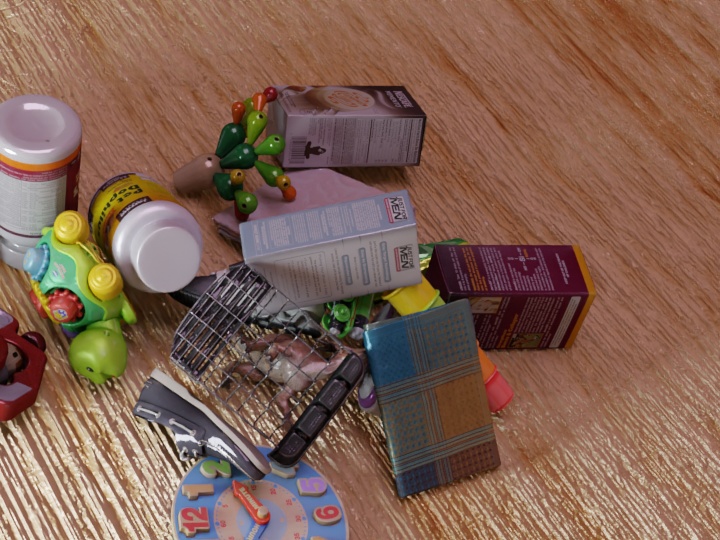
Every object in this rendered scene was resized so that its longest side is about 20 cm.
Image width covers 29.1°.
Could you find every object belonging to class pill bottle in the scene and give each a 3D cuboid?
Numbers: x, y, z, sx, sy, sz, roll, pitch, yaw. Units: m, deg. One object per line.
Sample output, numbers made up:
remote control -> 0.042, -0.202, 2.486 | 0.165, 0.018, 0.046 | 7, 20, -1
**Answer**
pill bottle -> -0.253, -0.042, 1.650 | 0.108, 0.111, 0.200 | -8, 21, -22
pill bottle -> -0.390, -0.101, 1.654 | 0.108, 0.201, 0.111 | 7, 46, -8

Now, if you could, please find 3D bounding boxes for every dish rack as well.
dish rack -> -0.105, 0.100, 1.535 | 0.199, 0.055, 0.154 | 40, 76, -2

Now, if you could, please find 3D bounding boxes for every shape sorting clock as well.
shape sorting clock -> -0.107, 0.271, 1.503 | 0.197, 0.040, 0.202 | 8, 47, -8

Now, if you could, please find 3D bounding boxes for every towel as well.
towel -> 0.083, 0.146, 1.606 | 0.145, 0.022, 0.203 | -12, 91, -27
towel -> -0.059, -0.067, 1.797 | 0.199, 0.033, 0.190 | 26, 45, 34

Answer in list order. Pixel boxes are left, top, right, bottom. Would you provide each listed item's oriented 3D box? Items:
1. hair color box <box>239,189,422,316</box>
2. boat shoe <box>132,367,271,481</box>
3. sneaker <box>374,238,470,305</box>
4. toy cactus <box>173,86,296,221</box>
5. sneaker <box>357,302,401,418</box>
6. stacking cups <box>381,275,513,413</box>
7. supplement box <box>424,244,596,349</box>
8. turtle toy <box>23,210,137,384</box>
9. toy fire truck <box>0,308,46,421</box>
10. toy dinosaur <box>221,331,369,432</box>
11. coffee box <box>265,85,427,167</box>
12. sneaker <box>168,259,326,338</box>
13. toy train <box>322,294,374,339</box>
hair color box -> -0.032, -0.020, 1.592 | 0.197, 0.100, 0.061 | -11, 47, -2
boat shoe -> -0.177, 0.184, 1.534 | 0.199, 0.073, 0.063 | 34, 81, 33
sneaker -> 0.056, -0.015, 1.788 | 0.198, 0.075, 0.084 | -14, 57, -26
toy cactus -> -0.165, -0.141, 1.814 | 0.163, 0.102, 0.203 | -19, 58, 21
sneaker -> 0.051, 0.113, 1.686 | 0.099, 0.075, 0.202 | 31, 41, -18
stacking cups -> 0.108, 0.089, 1.663 | 0.201, 0.060, 0.061 | 51, 48, -9
supplement box -> 0.182, 0.034, 1.752 | 0.197, 0.111, 0.086 | 0, 47, -15
turtle toy -> -0.322, 0.034, 1.606 | 0.100, 0.146, 0.201 | -32, 75, -11
toy fire truck -> -0.436, 0.085, 1.548 | 0.198, 0.113, 0.168 | 30, 29, 11
toy dinosaur -> -0.080, 0.105, 1.640 | 0.198, 0.087, 0.135 | 25, 33, 32
coffee box -> -0.021, -0.199, 1.911 | 0.197, 0.081, 0.115 | -2, 29, -18
sneaker -> -0.135, 0.019, 1.680 | 0.197, 0.074, 0.090 | 12, 74, 0
toy train -> 0.000, 0.000, 1.677 | 0.056, 0.042, 0.202 | 27, 52, -18
